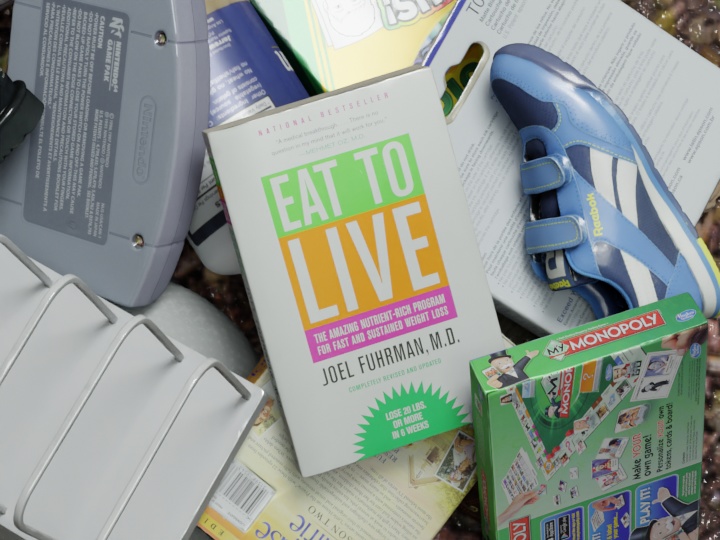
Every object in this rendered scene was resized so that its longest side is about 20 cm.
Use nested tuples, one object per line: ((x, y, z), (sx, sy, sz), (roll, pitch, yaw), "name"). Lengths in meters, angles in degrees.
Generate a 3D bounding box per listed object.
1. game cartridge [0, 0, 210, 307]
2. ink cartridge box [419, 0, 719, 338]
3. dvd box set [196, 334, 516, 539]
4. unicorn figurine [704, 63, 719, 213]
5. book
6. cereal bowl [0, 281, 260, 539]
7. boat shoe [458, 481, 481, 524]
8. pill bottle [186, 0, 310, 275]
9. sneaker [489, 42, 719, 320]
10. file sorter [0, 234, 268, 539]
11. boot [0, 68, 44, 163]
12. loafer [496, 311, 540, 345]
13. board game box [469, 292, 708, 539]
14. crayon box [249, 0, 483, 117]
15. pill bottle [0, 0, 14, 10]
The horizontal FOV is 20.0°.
((-0.150, -0.086, 1.187), (0.133, 0.040, 0.202), (19, 108, 33), "game cartridge")
((0.114, -0.072, 1.221), (0.199, 0.041, 0.201), (33, 79, -12), "ink cartridge box")
((-0.001, 0.096, 1.190), (0.146, 0.029, 0.201), (39, 83, -13), "dvd box set")
((0.154, -0.078, 1.295), (0.198, 0.074, 0.139), (13, 91, -14), "unicorn figurine")
((0.000, 0.000, 1.148), (0.133, 0.048, 0.202), (-18, 100, -9), "book")
((-0.145, 0.095, 1.219), (0.198, 0.083, 0.202), (2, 80, -9), "cereal bowl")
((0.070, 0.113, 1.258), (0.199, 0.070, 0.071), (27, 81, -5), "boat shoe")
((-0.072, -0.068, 1.241), (0.111, 0.111, 0.201), (-32, 88, -13), "pill bottle")
((0.127, -0.037, 1.165), (0.082, 0.074, 0.201), (-36, 96, -12), "sneaker")
((-0.178, 0.069, 1.111), (0.199, 0.125, 0.139), (28, 81, 15), "file sorter")
((-0.302, -0.084, 1.153), (0.200, 0.076, 0.168), (-44, 111, 7), "boot")
((0.105, 0.043, 1.275), (0.199, 0.068, 0.076), (34, 69, 5), "loafer")
((0.134, 0.110, 1.186), (0.134, 0.201, 0.029), (-16, 45, -10), "board game box")
((0.040, -0.177, 1.302), (0.200, 0.058, 0.173), (-40, 89, -14), "crayon box")
((-0.228, -0.216, 1.237), (0.199, 0.112, 0.113), (-31, 87, -12), "pill bottle")
